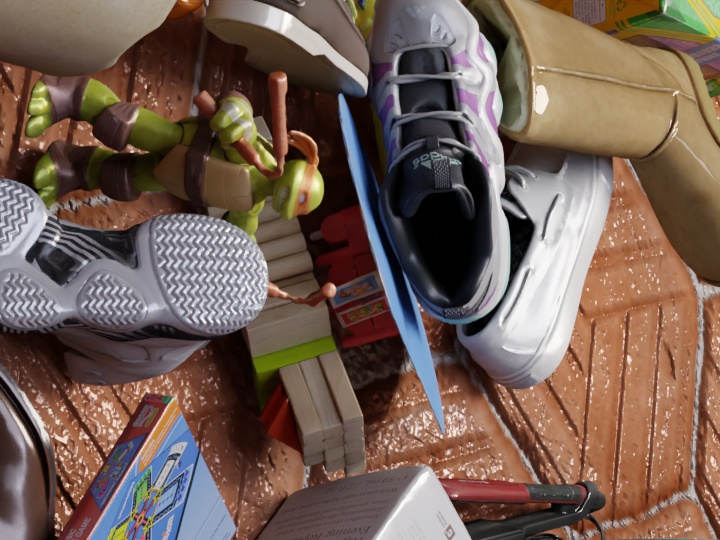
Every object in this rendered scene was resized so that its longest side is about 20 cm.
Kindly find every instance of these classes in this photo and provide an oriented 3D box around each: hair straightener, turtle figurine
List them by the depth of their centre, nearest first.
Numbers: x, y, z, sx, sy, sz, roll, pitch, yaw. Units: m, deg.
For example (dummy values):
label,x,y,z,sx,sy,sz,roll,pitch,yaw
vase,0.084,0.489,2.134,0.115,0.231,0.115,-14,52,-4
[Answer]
label,x,y,z,sx,sy,sz,roll,pitch,yaw
turtle figurine,-0.084,-0.059,1.475,0.200,0.161,0.065,84,22,-59
hair straightener,0.089,0.161,1.757,0.200,0.041,0.077,4,97,-57

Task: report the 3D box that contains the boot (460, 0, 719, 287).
label,x,y,z,sx,sy,sz,roll,pitch,yaw
boot,0.149,-0.075,1.767,0.200,0.066,0.175,10,50,-51

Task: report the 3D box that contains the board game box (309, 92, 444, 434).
label,x,y,z,sx,sy,sz,roll,pitch,yaw
board game box,0.000,0.000,1.652,0.200,0.039,0.158,67,8,-54

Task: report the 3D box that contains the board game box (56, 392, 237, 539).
label,x,y,z,sx,sy,sz,roll,pitch,yaw
board game box,-0.124,0.166,1.416,0.200,0.019,0.103,-60,145,-35

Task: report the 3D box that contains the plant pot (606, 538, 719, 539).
label,x,y,z,sx,sy,sz,roll,pitch,yaw
plant pot,0.195,0.250,1.692,0.200,0.200,0.161,21,67,-46

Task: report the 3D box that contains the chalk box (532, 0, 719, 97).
label,x,y,z,sx,sy,sz,roll,pitch,yaw
chalk box,0.203,-0.183,1.931,0.200,0.124,0.125,16,66,-48

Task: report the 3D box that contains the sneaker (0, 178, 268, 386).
label,x,y,z,sx,sy,sz,roll,pitch,yaw
sneaker,-0.153,0.012,1.462,0.199,0.115,0.075,6,69,-15

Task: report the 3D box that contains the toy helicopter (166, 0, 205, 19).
label,x,y,z,sx,sy,sz,roll,pitch,yaw
toy helicopter,-0.125,-0.203,1.585,0.132,0.079,0.200,55,30,-11

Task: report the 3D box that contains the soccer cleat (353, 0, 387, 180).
label,x,y,z,sx,sy,sz,roll,pitch,yaw
soccer cleat,0.021,-0.135,1.751,0.084,0.065,0.201,13,70,-23

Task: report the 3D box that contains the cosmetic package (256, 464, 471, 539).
label,x,y,z,sx,sy,sz,roll,pitch,yaw
cosmetic package,-0.028,0.192,1.537,0.074,0.102,0.200,60,39,-18

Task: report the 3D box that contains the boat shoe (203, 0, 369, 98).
label,x,y,z,sx,sy,sz,roll,pitch,yaw
boat shoe,-0.034,-0.139,1.611,0.200,0.072,0.060,32,70,-73

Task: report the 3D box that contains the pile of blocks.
label,x,y,z,sx,sy,sz,roll,pitch,yaw
pile of blocks,-0.054,0.020,1.605,0.062,0.082,0.200,-16,80,-8

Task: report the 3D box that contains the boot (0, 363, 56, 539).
label,x,y,z,sx,sy,sz,roll,pitch,yaw
boot,-0.218,0.141,1.346,0.200,0.064,0.187,-33,105,-48

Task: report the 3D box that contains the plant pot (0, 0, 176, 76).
label,x,y,z,sx,sy,sz,roll,pitch,yaw
plant pot,-0.181,-0.182,1.396,0.183,0.200,0.201,23,61,-52

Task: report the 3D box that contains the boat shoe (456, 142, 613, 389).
label,x,y,z,sx,sy,sz,roll,pitch,yaw
boat shoe,0.099,-0.027,1.802,0.068,0.072,0.200,38,60,-38

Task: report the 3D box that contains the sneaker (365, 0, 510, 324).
label,x,y,z,sx,sy,sz,roll,pitch,yaw
sneaker,0.044,-0.069,1.632,0.140,0.078,0.200,-11,88,-84
